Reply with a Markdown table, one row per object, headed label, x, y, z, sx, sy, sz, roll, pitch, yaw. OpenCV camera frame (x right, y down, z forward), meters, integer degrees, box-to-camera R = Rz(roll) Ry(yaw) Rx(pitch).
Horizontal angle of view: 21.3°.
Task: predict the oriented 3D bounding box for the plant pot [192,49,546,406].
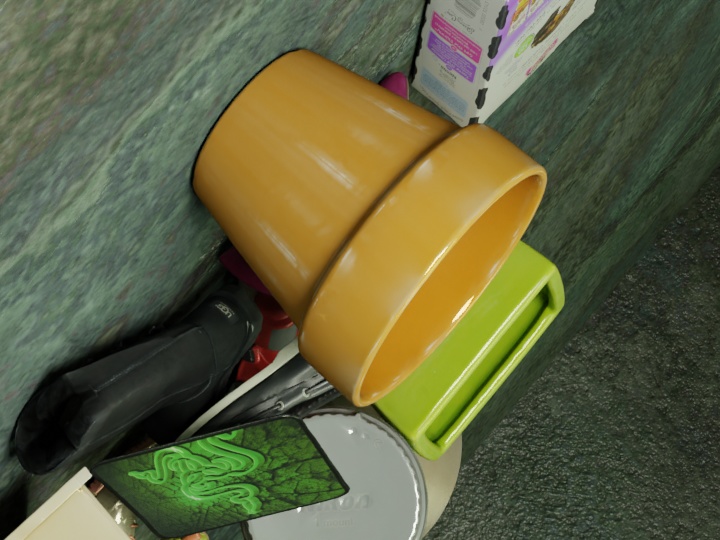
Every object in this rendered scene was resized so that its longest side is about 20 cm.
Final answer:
| label | x | y | z | sx | sy | sz | roll | pitch | yaw |
| --- | --- | --- | --- | --- | --- | --- | --- | --- | --- |
| plant pot | -0.006 | -0.044 | 1.281 | 0.200 | 0.183 | 0.200 | -47 | 166 | -15 |

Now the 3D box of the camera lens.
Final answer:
| label | x | y | z | sx | sy | sz | roll | pitch | yaw |
| --- | --- | --- | --- | --- | --- | --- | --- | --- | --- |
| camera lens | -0.023 | 0.198 | 1.628 | 0.160 | 0.160 | 0.200 | -49 | 176 | -5 |

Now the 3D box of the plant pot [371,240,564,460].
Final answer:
| label | x | y | z | sx | sy | sz | roll | pitch | yaw |
| --- | --- | --- | --- | --- | --- | --- | --- | --- | --- |
| plant pot | 0.053 | 0.032 | 1.708 | 0.199 | 0.181 | 0.200 | -49 | 168 | -3 |

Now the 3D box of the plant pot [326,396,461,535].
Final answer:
| label | x | y | z | sx | sy | sz | roll | pitch | yaw |
| --- | --- | --- | --- | --- | --- | --- | --- | --- | --- |
| plant pot | -0.014 | 0.183 | 1.965 | 0.134 | 0.201 | 0.201 | 26 | 106 | -40 |

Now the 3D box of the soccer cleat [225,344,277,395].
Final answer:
| label | x | y | z | sx | sy | sz | roll | pitch | yaw |
| --- | --- | --- | --- | --- | --- | --- | --- | --- | --- |
| soccer cleat | -0.109 | 0.144 | 1.729 | 0.201 | 0.068 | 0.085 | -60 | 161 | 17 |

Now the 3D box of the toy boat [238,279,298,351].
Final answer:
| label | x | y | z | sx | sy | sz | roll | pitch | yaw |
| --- | --- | --- | --- | --- | --- | --- | --- | --- | --- |
| toy boat | 0.000 | 0.000 | 1.547 | 0.200 | 0.130 | 0.131 | -45 | 167 | -23 |

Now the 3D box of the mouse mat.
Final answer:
| label | x | y | z | sx | sy | sz | roll | pitch | yaw |
| --- | --- | --- | --- | --- | --- | --- | --- | --- | --- |
| mouse mat | -0.101 | 0.158 | 1.434 | 0.159 | 0.008 | 0.200 | -15 | 154 | 6 |

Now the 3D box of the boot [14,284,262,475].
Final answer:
| label | x | y | z | sx | sy | sz | roll | pitch | yaw |
| --- | --- | --- | --- | --- | --- | --- | --- | --- | --- |
| boot | -0.172 | 0.103 | 1.391 | 0.200 | 0.065 | 0.166 | -35 | 160 | -51 |

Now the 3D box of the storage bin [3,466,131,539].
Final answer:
| label | x | y | z | sx | sy | sz | roll | pitch | yaw |
| --- | --- | --- | --- | --- | --- | --- | --- | --- | --- |
| storage bin | -0.263 | 0.263 | 1.381 | 0.200 | 0.094 | 0.198 | -44 | -179 | -30 |

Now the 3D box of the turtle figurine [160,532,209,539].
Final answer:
| label | x | y | z | sx | sy | sz | roll | pitch | yaw |
| --- | --- | --- | --- | --- | --- | --- | --- | --- | --- |
| turtle figurine | -0.143 | 0.197 | 1.613 | 0.162 | 0.064 | 0.200 | -64 | -159 | -1 |

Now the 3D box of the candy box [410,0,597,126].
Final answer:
| label | x | y | z | sx | sy | sz | roll | pitch | yaw |
| --- | --- | --- | --- | --- | --- | --- | --- | --- | --- |
| candy box | 0.125 | -0.225 | 1.483 | 0.168 | 0.071 | 0.200 | -46 | 166 | -22 |

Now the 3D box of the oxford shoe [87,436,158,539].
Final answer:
| label | x | y | z | sx | sy | sz | roll | pitch | yaw |
| --- | --- | --- | --- | --- | --- | --- | --- | --- | --- |
| oxford shoe | -0.207 | 0.220 | 1.578 | 0.200 | 0.074 | 0.071 | -50 | 167 | -2 |

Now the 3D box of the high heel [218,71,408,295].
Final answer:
| label | x | y | z | sx | sy | sz | roll | pitch | yaw |
| --- | --- | --- | --- | --- | --- | --- | --- | --- | --- |
| high heel | -0.032 | -0.073 | 1.462 | 0.067 | 0.095 | 0.202 | 161 | -48 | -79 |

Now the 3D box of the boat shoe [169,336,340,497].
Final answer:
| label | x | y | z | sx | sy | sz | roll | pitch | yaw |
| --- | --- | --- | --- | --- | --- | --- | --- | --- | --- |
| boat shoe | -0.071 | 0.118 | 1.454 | 0.199 | 0.066 | 0.075 | -39 | 168 | -5 |
